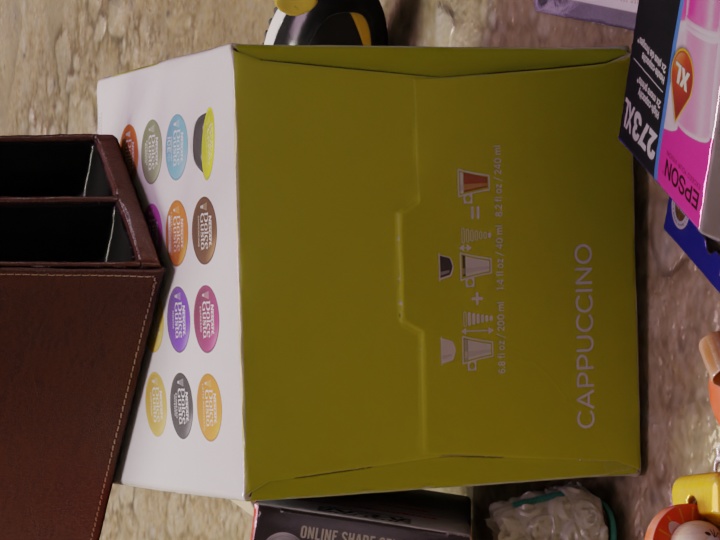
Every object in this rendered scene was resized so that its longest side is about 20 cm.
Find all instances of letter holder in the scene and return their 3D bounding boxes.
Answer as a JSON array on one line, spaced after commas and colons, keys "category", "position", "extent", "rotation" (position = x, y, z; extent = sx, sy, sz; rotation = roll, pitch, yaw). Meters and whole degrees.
[{"category": "letter holder", "position": [-0.188, 0.044, 1.321], "extent": [0.101, 0.142, 0.200], "rotation": [-114, 31, -45]}]

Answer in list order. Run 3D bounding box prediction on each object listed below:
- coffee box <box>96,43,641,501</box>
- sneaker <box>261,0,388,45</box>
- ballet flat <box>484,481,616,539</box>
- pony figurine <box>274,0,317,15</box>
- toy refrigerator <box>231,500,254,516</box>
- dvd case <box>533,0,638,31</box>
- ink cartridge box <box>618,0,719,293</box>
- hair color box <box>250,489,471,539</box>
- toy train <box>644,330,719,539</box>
[{"category": "coffee box", "position": [0.000, 0.000, 1.314], "extent": [0.198, 0.200, 0.200], "rotation": [177, 91, -67]}, {"category": "sneaker", "position": [-0.013, -0.063, 1.522], "extent": [0.090, 0.070, 0.200], "rotation": [-124, 36, -44]}, {"category": "ballet flat", "position": [0.073, 0.194, 1.313], "extent": [0.072, 0.072, 0.200], "rotation": [-149, 62, -63]}, {"category": "pony figurine", "position": [-0.024, -0.238, 1.462], "extent": [0.193, 0.167, 0.200], "rotation": [-24, 51, 33]}, {"category": "toy refrigerator", "position": [-0.078, 0.030, 1.567], "extent": [0.076, 0.070, 0.200], "rotation": [25, 140, 64]}, {"category": "dvd case", "position": [0.124, -0.209, 1.263], "extent": [0.149, 0.016, 0.200], "rotation": [-155, 68, -64]}, {"category": "ink cartridge box", "position": [0.144, -0.085, 1.162], "extent": [0.095, 0.037, 0.200], "rotation": [-122, 31, -58]}, {"category": "hair color box", "position": [0.001, 0.137, 1.338], "extent": [0.200, 0.101, 0.061], "rotation": [10, -91, -87]}, {"category": "toy train", "position": [0.160, 0.109, 1.124], "extent": [0.150, 0.056, 0.200], "rotation": [120, 143, -50]}]
